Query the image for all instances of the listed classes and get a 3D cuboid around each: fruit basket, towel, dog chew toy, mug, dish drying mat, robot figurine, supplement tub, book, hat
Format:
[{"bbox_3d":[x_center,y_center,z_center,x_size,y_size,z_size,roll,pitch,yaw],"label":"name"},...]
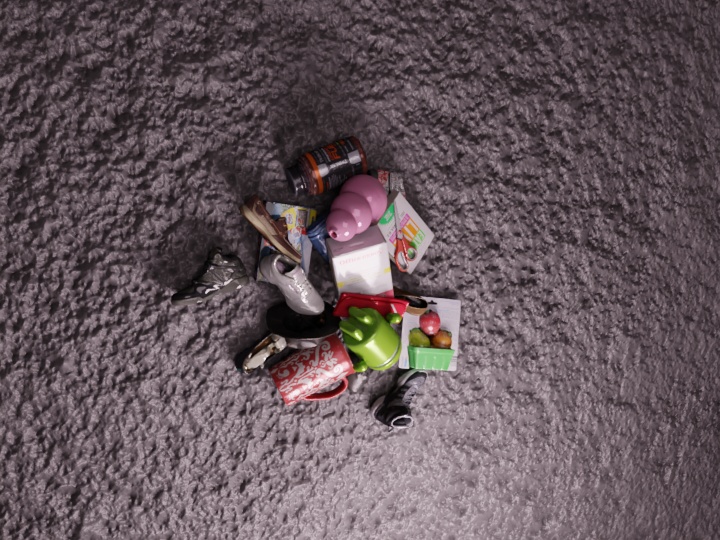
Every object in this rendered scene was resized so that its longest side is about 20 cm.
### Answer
[{"bbox_3d":[0.195,0.178,1.847,0.182,0.093,0.204,5,82,-22],"label":"fruit basket"},{"bbox_3d":[-0.051,-0.063,1.694,0.111,0.048,0.201,-43,125,-8],"label":"towel"},{"bbox_3d":[-0.016,-0.146,1.590,0.125,0.123,0.201,56,46,-20],"label":"dog chew toy"},{"bbox_3d":[-0.120,0.276,1.705,0.198,0.133,0.180,-29,97,-10],"label":"mug"},{"bbox_3d":[0.029,0.098,1.681,0.197,0.018,0.078,8,125,-29],"label":"dish drying mat"},{"bbox_3d":[0.030,0.174,1.654,0.177,0.115,0.200,-55,132,-15],"label":"robot figurine"},{"bbox_3d":[-0.087,-0.256,1.639,0.197,0.107,0.109,-25,107,-16],"label":"supplement tub"},{"bbox_3d":[0.107,-0.101,1.738,0.134,0.048,0.200,-54,132,-8],"label":"book"},{"bbox_3d":[-0.147,0.149,1.660,0.197,0.201,0.082,-3,122,-20],"label":"hat"}]

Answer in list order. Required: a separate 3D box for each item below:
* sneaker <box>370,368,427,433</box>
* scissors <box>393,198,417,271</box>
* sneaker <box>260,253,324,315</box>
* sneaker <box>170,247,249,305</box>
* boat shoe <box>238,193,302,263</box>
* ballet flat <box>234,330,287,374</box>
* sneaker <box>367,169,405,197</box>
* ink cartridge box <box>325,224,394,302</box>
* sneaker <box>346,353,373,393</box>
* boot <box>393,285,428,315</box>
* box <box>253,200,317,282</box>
[{"bbox_3d":[0.130,0.367,1.820,0.199,0.114,0.076,-40,131,-8],"label":"sneaker"},{"bbox_3d":[0.099,-0.086,1.699,0.073,0.014,0.202,-39,128,-18],"label":"scissors"},{"bbox_3d":[-0.161,0.037,1.611,0.200,0.099,0.075,43,61,-15],"label":"sneaker"},{"bbox_3d":[-0.378,0.012,1.593,0.197,0.076,0.116,-22,105,-19],"label":"sneaker"},{"bbox_3d":[-0.206,-0.103,1.600,0.072,0.072,0.200,-46,105,-6],"label":"boat shoe"},{"bbox_3d":[-0.234,0.200,1.683,0.199,0.073,0.074,-36,110,-12],"label":"ballet flat"},{"bbox_3d":[0.065,-0.164,1.734,0.106,0.067,0.206,1,97,-18],"label":"sneaker"},{"bbox_3d":[0.000,0.000,1.659,0.143,0.084,0.202,-16,131,-8],"label":"ink cartridge box"},{"bbox_3d":[0.018,0.242,1.774,0.075,0.090,0.203,19,94,-32],"label":"sneaker"},{"bbox_3d":[0.090,0.071,1.762,0.196,0.075,0.075,14,80,-5],"label":"boot"},{"bbox_3d":[-0.192,-0.069,1.668,0.134,0.038,0.204,6,97,-22],"label":"box"}]
